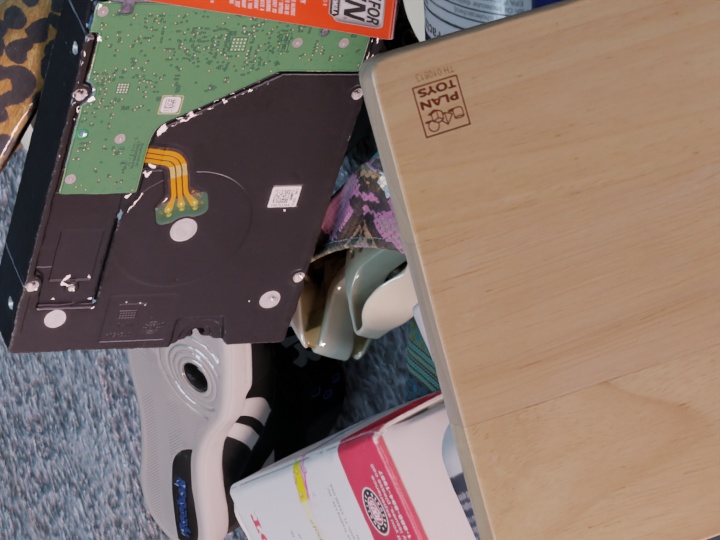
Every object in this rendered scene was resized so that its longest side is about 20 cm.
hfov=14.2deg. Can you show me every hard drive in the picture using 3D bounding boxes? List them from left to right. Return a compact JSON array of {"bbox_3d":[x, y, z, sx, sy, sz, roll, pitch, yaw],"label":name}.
[{"bbox_3d":[-0.076,-0.052,1.260,0.038,0.139,0.201,61,144,42],"label":"hard drive"}]

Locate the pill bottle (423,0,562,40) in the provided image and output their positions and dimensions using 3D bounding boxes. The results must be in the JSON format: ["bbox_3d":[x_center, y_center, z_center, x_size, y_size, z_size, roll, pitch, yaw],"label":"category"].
[{"bbox_3d":[0.079,-0.123,1.134,0.112,0.111,0.201,30,131,50],"label":"pill bottle"}]

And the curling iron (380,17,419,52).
[{"bbox_3d":[0.019,-0.160,1.279,0.025,0.049,0.201,-13,81,43],"label":"curling iron"}]

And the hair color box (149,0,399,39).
[{"bbox_3d":[-0.076,-0.163,1.159,0.061,0.199,0.102,98,-179,-59],"label":"hair color box"}]

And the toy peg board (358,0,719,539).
[{"bbox_3d":[0.107,-0.007,1.083,0.098,0.199,0.200,-176,69,-74],"label":"toy peg board"}]

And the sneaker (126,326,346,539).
[{"bbox_3d":[-0.056,0.044,1.453,0.073,0.112,0.201,37,145,22],"label":"sneaker"}]

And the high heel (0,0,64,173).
[{"bbox_3d":[-0.094,-0.116,1.256,0.071,0.199,0.144,7,-101,-82],"label":"high heel"}]

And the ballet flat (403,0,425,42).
[{"bbox_3d":[0.037,-0.150,1.236,0.071,0.070,0.201,-19,89,61],"label":"ballet flat"}]

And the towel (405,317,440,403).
[{"bbox_3d":[0.069,0.021,1.325,0.147,0.022,0.201,44,142,42],"label":"towel"}]

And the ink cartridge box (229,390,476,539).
[{"bbox_3d":[0.031,0.138,1.362,0.148,0.085,0.200,65,157,0],"label":"ink cartridge box"}]

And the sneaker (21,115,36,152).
[{"bbox_3d":[-0.099,-0.049,1.480,0.087,0.076,0.200,13,149,50],"label":"sneaker"}]

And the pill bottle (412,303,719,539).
[{"bbox_3d":[0.102,0.088,1.193,0.119,0.119,0.201,-32,82,60],"label":"pill bottle"}]

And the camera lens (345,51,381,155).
[{"bbox_3d":[-0.095,-0.136,1.373,0.201,0.159,0.160,58,148,22],"label":"camera lens"}]

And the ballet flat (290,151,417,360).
[{"bbox_3d":[0.000,0.000,1.333,0.200,0.069,0.072,141,134,-64],"label":"ballet flat"}]

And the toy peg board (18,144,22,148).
[{"bbox_3d":[-0.249,-0.189,1.689,0.200,0.098,0.200,19,136,56],"label":"toy peg board"}]
